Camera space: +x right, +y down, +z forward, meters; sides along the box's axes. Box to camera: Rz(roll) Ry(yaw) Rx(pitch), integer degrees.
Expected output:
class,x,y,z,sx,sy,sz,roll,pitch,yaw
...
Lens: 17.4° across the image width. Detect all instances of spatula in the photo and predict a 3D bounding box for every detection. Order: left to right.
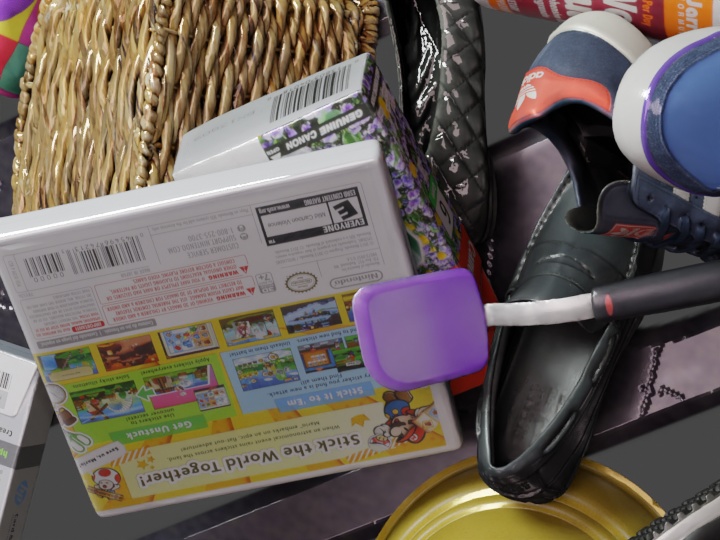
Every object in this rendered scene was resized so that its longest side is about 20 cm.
class,x,y,z,sx,sy,sz,roll,pitch,yaw
spatula,0.097,0.019,1.144,0.199,0.021,0.057,-9,103,7

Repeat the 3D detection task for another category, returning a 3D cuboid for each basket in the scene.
class,x,y,z,sx,sy,sz,roll,pitch,yaw
basket,-0.095,-0.066,1.282,0.142,0.148,0.201,9,93,51

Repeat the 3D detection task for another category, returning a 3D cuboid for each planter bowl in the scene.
class,x,y,z,sx,sy,sz,roll,pitch,yaw
planter bowl,0.078,0.194,1.209,0.199,0.083,0.202,0,89,18

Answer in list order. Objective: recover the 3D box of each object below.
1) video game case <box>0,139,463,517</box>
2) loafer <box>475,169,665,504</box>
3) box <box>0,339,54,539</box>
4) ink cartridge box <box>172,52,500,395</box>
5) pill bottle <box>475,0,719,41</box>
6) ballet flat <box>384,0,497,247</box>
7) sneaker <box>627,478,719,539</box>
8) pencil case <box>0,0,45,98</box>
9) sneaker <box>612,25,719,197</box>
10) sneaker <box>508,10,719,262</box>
class,x,y,z,sx,sy,sz,roll,pitch,yaw
video game case,-0.065,0.033,1.182,0.199,0.023,0.183,-12,123,8
loafer,0.107,0.020,1.195,0.068,0.070,0.202,15,80,20
box,-0.266,0.126,1.351,0.155,0.041,0.201,16,94,19
ink cartridge box,0.000,0.000,1.203,0.109,0.050,0.201,-22,115,16
pill bottle,0.159,-0.167,1.170,0.199,0.109,0.110,13,94,19
ballet flat,0.032,-0.105,1.233,0.057,0.066,0.201,-7,89,-23
sneaker,0.203,0.138,1.149,0.200,0.070,0.090,-32,84,-9
pencil case,-0.179,-0.198,1.301,0.088,0.088,0.201,30,99,17
sneaker,0.232,-0.061,1.070,0.146,0.199,0.081,19,102,54
sneaker,0.152,-0.031,1.159,0.200,0.075,0.085,42,60,-3
